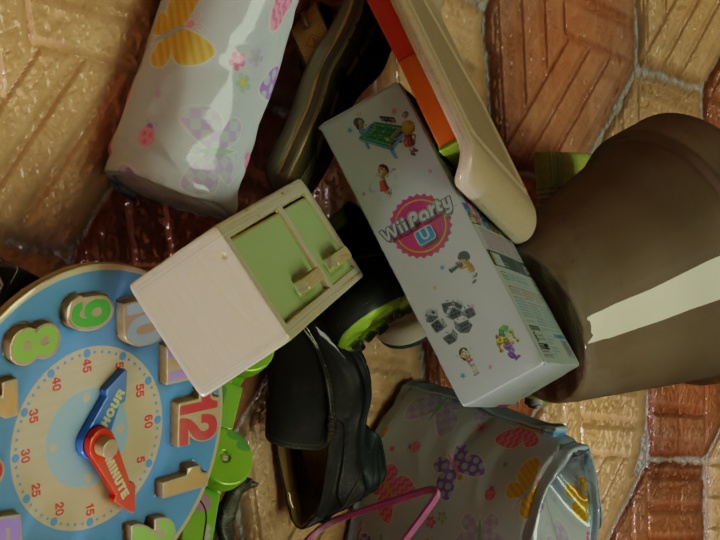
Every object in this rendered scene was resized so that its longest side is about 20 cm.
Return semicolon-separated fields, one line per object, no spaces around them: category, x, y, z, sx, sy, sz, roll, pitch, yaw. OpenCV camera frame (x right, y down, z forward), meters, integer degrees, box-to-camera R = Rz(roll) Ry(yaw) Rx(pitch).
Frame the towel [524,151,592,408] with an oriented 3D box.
towel;0.160;0.008;1.570;0.143;0.023;0.202;-4;97;-65

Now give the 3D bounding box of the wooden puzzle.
wooden puzzle;0.053;-0.125;1.312;0.185;0.037;0.202;35;34;-69

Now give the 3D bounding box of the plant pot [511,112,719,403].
plant pot;0.185;0.008;1.430;0.173;0.199;0.202;-23;122;-32

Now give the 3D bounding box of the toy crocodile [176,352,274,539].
toy crocodile;-0.100;0.089;1.252;0.061;0.067;0.202;18;65;-19

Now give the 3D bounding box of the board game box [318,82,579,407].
board game box;0.060;-0.012;1.304;0.201;0.064;0.147;63;10;10

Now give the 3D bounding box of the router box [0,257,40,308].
router box;-0.202;0.108;1.154;0.150;0.062;0.202;32;76;-49

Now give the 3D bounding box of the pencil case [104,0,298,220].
pencil case;-0.085;-0.132;1.218;0.090;0.083;0.202;22;84;-54

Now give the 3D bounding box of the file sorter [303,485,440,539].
file sorter;0.037;0.268;1.371;0.201;0.138;0.125;58;42;-11

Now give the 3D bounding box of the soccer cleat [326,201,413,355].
soccer cleat;0.000;0.000;1.346;0.067;0.081;0.200;-38;-176;14

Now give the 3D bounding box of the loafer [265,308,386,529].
loafer;-0.034;0.099;1.391;0.072;0.072;0.201;-42;133;-30

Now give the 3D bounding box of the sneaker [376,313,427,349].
sneaker;0.083;0.028;1.520;0.200;0.074;0.085;-34;125;-43

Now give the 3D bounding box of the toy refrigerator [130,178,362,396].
toy refrigerator;-0.060;0.004;1.176;0.076;0.070;0.200;57;15;-1

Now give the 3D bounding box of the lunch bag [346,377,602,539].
lunch bag;0.088;0.198;1.511;0.127;0.169;0.202;-4;105;-54

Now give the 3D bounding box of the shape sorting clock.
shape sorting clock;-0.153;0.095;1.127;0.199;0.039;0.202;-17;112;-46

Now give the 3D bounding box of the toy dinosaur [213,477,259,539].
toy dinosaur;-0.123;0.173;1.292;0.200;0.076;0.103;42;56;-57

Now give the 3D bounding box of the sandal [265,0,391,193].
sandal;-0.025;-0.136;1.320;0.081;0.054;0.201;72;39;-59
